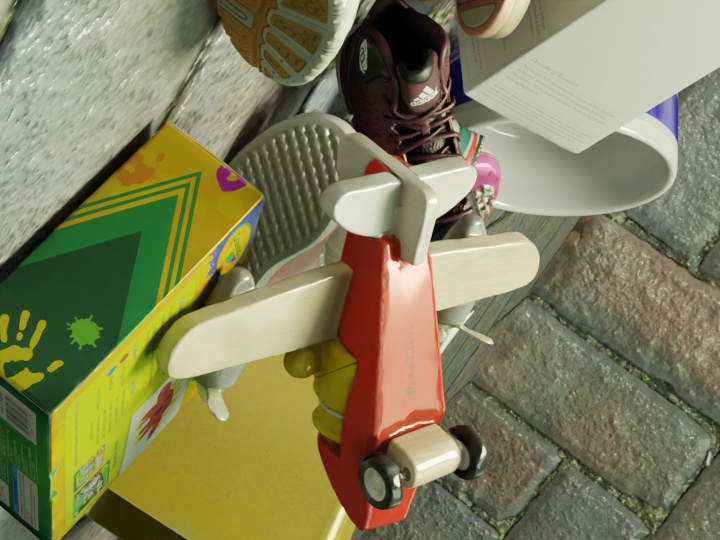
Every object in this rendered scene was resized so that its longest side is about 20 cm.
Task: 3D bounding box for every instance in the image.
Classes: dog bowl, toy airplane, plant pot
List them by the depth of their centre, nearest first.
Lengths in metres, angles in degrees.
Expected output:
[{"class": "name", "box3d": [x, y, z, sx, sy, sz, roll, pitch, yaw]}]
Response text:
[{"class": "toy airplane", "box3d": [-0.002, 0.020, 0.961, 0.200, 0.141, 0.200, 42, 74, -36]}, {"class": "plant pot", "box3d": [-0.078, 0.130, 1.221, 0.177, 0.200, 0.200, -55, 171, -18]}, {"class": "dog bowl", "box3d": [0.153, -0.115, 1.381, 0.200, 0.199, 0.079, 95, 0, -71]}]

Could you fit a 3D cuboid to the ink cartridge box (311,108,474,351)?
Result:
[{"class": "ink cartridge box", "box3d": [0.000, 0.000, 1.199, 0.057, 0.162, 0.200, -46, 169, -23]}]

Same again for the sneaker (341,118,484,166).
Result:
[{"class": "sneaker", "box3d": [-0.007, -0.062, 1.230, 0.200, 0.093, 0.070, -36, -157, 38]}]

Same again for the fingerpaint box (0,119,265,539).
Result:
[{"class": "fingerpaint box", "box3d": [-0.140, 0.039, 0.948, 0.167, 0.073, 0.200, -48, 169, -26]}]

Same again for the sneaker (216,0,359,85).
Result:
[{"class": "sneaker", "box3d": [-0.010, -0.171, 0.822, 0.088, 0.076, 0.200, -45, 168, -36]}]

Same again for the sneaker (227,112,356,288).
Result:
[{"class": "sneaker", "box3d": [-0.050, -0.032, 1.113, 0.200, 0.075, 0.105, -53, 170, 31]}]

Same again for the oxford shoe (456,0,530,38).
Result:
[{"class": "oxford shoe", "box3d": [0.117, -0.222, 1.045, 0.071, 0.074, 0.201, 3, -112, 55]}]

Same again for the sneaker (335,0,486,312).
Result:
[{"class": "sneaker", "box3d": [0.032, -0.075, 1.043, 0.075, 0.201, 0.116, -16, 168, -11]}]

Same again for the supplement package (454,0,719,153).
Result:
[{"class": "supplement package", "box3d": [0.171, -0.185, 1.124, 0.200, 0.117, 0.117, -31, -131, 38]}]

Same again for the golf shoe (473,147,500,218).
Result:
[{"class": "golf shoe", "box3d": [0.039, -0.055, 1.361, 0.075, 0.092, 0.200, 7, 149, -30]}]

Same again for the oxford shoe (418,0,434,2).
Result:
[{"class": "oxford shoe", "box3d": [0.056, -0.238, 0.975, 0.073, 0.071, 0.200, -9, 139, -41]}]
